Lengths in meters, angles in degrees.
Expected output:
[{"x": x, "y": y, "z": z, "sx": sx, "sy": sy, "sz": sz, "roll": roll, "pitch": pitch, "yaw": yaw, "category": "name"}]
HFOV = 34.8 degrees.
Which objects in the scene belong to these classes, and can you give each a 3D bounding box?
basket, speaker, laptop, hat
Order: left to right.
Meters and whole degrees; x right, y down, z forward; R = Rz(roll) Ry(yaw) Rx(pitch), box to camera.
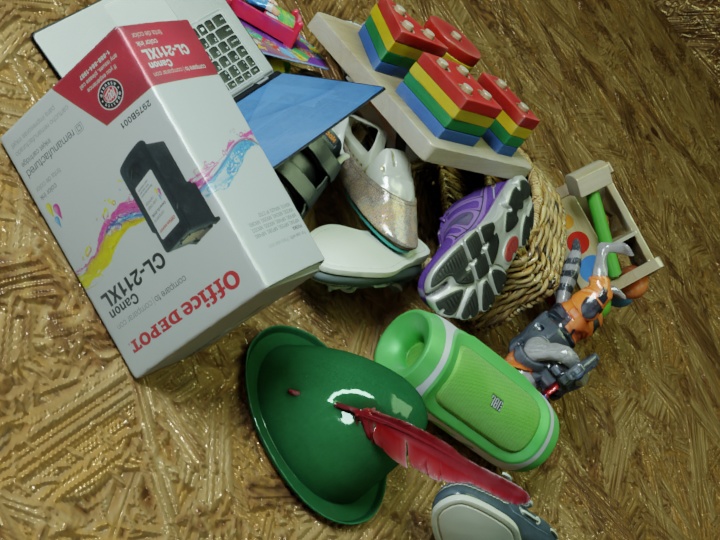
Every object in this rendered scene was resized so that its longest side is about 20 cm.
[{"x": -0.119, "y": -0.166, "z": 0.922, "sx": 0.187, "sy": 0.115, "sz": 0.201, "roll": -39, "pitch": 96, "yaw": -39, "category": "laptop"}, {"x": 0.032, "y": 0.096, "z": 0.901, "sx": 0.202, "sy": 0.175, "sz": 0.165, "roll": 57, "pitch": 29, "yaw": -1, "category": "hat"}, {"x": 0.104, "y": 0.117, "z": 1.090, "sx": 0.199, "sy": 0.088, "sz": 0.089, "roll": 37, "pitch": 35, "yaw": -33, "category": "speaker"}, {"x": 0.130, "y": -0.063, "z": 1.244, "sx": 0.149, "sy": 0.142, "sz": 0.202, "roll": 38, "pitch": 34, "yaw": -31, "category": "basket"}]

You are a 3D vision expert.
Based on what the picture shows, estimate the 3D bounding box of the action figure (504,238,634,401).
[{"x": 0.213, "y": 0.073, "z": 1.242, "sx": 0.104, "sy": 0.194, "sz": 0.200, "roll": 39, "pitch": -16, "yaw": 9, "category": "action figure"}]

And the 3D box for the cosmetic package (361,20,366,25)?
[{"x": 0.086, "y": -0.211, "z": 1.410, "sx": 0.150, "sy": 0.051, "sz": 0.203, "roll": 18, "pitch": 47, "yaw": -47, "category": "cosmetic package"}]

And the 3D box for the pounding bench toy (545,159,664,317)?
[{"x": 0.273, "y": -0.027, "z": 1.356, "sx": 0.158, "sy": 0.123, "sz": 0.200, "roll": 63, "pitch": -8, "yaw": 9, "category": "pounding bench toy"}]

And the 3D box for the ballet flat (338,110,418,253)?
[{"x": 0.011, "y": -0.100, "z": 1.107, "sx": 0.067, "sy": 0.068, "sz": 0.201, "roll": 14, "pitch": 29, "yaw": -41, "category": "ballet flat"}]

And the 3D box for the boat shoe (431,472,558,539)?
[{"x": 0.127, "y": 0.231, "z": 1.028, "sx": 0.199, "sy": 0.074, "sz": 0.063, "roll": 37, "pitch": 37, "yaw": -36, "category": "boat shoe"}]

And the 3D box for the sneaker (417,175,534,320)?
[{"x": 0.104, "y": -0.021, "z": 1.122, "sx": 0.200, "sy": 0.082, "sz": 0.082, "roll": -47, "pitch": 127, "yaw": -46, "category": "sneaker"}]

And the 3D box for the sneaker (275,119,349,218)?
[{"x": -0.063, "y": -0.096, "z": 1.044, "sx": 0.079, "sy": 0.079, "sz": 0.201, "roll": 46, "pitch": 33, "yaw": -21, "category": "sneaker"}]

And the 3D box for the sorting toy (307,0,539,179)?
[{"x": 0.077, "y": -0.190, "z": 1.143, "sx": 0.199, "sy": 0.070, "sz": 0.200, "roll": 3, "pitch": 43, "yaw": -54, "category": "sorting toy"}]

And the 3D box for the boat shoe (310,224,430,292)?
[{"x": 0.000, "y": 0.000, "z": 1.059, "sx": 0.073, "sy": 0.062, "sz": 0.199, "roll": 40, "pitch": 21, "yaw": 19, "category": "boat shoe"}]

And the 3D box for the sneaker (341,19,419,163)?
[{"x": 0.011, "y": -0.194, "z": 1.259, "sx": 0.201, "sy": 0.080, "sz": 0.074, "roll": 53, "pitch": -3, "yaw": 26, "category": "sneaker"}]

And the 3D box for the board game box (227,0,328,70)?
[{"x": -0.104, "y": -0.259, "z": 1.103, "sx": 0.158, "sy": 0.039, "sz": 0.199, "roll": 42, "pitch": 20, "yaw": 22, "category": "board game box"}]

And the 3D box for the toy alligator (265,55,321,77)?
[{"x": -0.101, "y": -0.180, "z": 1.095, "sx": 0.199, "sy": 0.059, "sz": 0.055, "roll": 5, "pitch": 100, "yaw": -57, "category": "toy alligator"}]

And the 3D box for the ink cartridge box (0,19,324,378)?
[{"x": -0.139, "y": -0.049, "z": 0.808, "sx": 0.202, "sy": 0.145, "sz": 0.083, "roll": 59, "pitch": 30, "yaw": 3, "category": "ink cartridge box"}]
